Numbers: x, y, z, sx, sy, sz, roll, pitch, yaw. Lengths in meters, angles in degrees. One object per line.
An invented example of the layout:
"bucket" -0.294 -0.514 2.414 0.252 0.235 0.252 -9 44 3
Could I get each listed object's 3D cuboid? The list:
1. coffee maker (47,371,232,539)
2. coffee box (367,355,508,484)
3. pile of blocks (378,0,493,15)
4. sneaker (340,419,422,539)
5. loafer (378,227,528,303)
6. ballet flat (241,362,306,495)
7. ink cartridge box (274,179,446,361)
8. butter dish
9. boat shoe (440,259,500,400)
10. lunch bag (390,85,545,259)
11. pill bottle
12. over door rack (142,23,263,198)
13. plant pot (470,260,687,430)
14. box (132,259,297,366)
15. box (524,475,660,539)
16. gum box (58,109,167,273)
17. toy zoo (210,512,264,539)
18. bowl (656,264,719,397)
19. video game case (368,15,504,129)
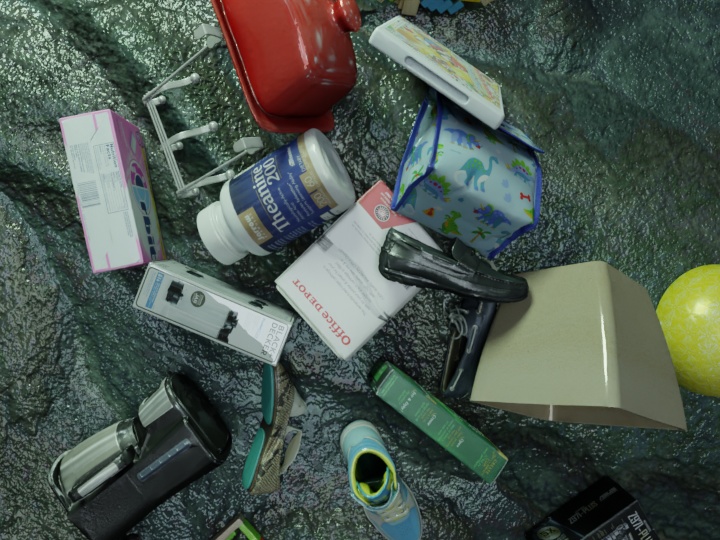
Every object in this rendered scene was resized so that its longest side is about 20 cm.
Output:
"coffee maker" -0.276 0.269 0.770 0.198 0.135 0.194 -34 118 -1
"coffee box" 0.101 0.202 0.785 0.199 0.123 0.044 39 87 -4
"pile of blocks" 0.093 -0.409 0.788 0.195 0.082 0.063 7 62 -9
"sneaker" 0.033 0.318 0.780 0.079 0.131 0.203 -30 95 -3
"loafer" 0.121 -0.006 0.718 0.196 0.068 0.072 13 99 -1
"ballet flat" -0.116 0.221 0.805 0.074 0.068 0.205 8 98 -26
"ink cartridge box" 0.000 0.000 0.786 0.200 0.083 0.147 -43 94 -2
"butter dish" -0.065 -0.286 0.695 0.146 0.199 0.204 -17 95 29
"boat shoe" 0.152 0.084 0.808 0.060 0.075 0.205 5 101 -15
"lunch bag" 0.149 -0.148 0.755 0.168 0.127 0.203 26 55 -15
"pill bottle" -0.114 -0.090 0.747 0.197 0.111 0.112 -28 94 14
"over door rack" -0.199 -0.193 0.727 0.066 0.198 0.151 -23 94 -43
"plant pot" 0.284 0.099 0.738 0.197 0.198 0.181 21 70 -36
"box" -0.186 0.054 0.759 0.197 0.117 0.061 23 91 -6
"box" 0.368 0.445 0.832 0.162 0.086 0.202 -33 95 -2
"gum box" -0.320 -0.104 0.742 0.065 0.113 0.205 -11 94 -4
"toy zoo" -0.160 0.476 0.829 0.131 0.020 0.201 -41 95 -1
"bowl" 0.546 0.093 0.818 0.195 0.108 0.205 0 92 -4
"video game case" 0.106 -0.264 0.731 0.180 0.201 0.023 33 119 -6
